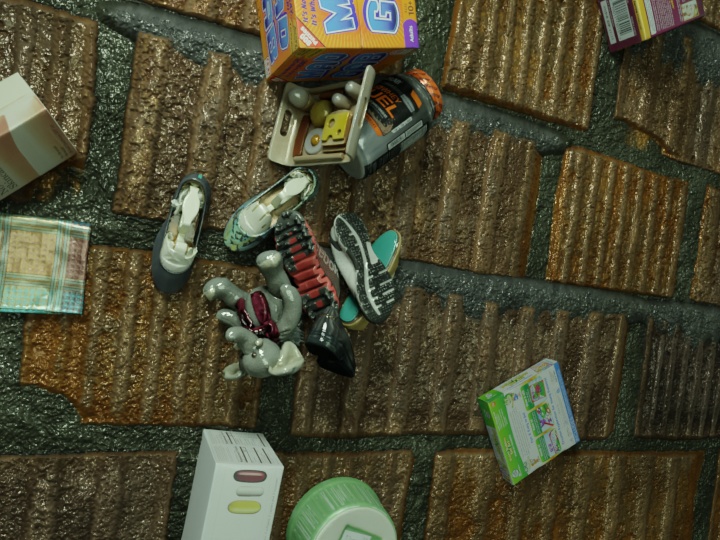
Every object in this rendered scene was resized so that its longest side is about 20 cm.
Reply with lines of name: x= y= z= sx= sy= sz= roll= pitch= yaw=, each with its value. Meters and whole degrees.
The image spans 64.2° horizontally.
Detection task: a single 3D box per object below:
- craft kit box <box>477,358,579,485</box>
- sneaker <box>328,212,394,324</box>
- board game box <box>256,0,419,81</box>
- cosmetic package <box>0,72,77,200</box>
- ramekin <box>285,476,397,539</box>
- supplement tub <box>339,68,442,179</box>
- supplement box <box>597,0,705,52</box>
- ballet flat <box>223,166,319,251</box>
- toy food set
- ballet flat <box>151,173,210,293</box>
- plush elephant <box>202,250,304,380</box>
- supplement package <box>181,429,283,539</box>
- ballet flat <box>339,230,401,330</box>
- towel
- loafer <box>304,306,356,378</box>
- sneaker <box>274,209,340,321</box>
craft kit box: x=0.367 y=0.324 z=1.241 sx=0.196 sy=0.048 sz=0.202 roll=-24 pitch=102 yaw=-23
sneaker: x=0.000 y=0.000 z=1.018 sx=0.073 sy=0.080 sz=0.202 roll=-15 pitch=80 yaw=-25
board game box: x=-0.046 y=-0.433 z=0.926 sx=0.198 sy=0.200 sz=0.202 roll=-9 pitch=97 yaw=-22
cosmetic package: x=-0.514 y=-0.162 z=0.785 sx=0.199 sy=0.104 sz=0.087 roll=-39 pitch=72 yaw=-15
ramekin: x=-0.030 y=0.496 z=1.051 sx=0.198 sy=0.098 sz=0.203 roll=-2 pitch=95 yaw=-23
supplement tub: x=0.043 y=-0.264 z=1.018 sx=0.199 sy=0.122 sz=0.123 roll=-39 pitch=107 yaw=-17
supplement box: x=0.639 y=-0.583 z=1.262 sx=0.198 sy=0.103 sz=0.132 roll=-24 pitch=102 yaw=-19
ballet flat: x=-0.151 y=-0.110 z=0.974 sx=0.200 sy=0.074 sz=0.074 roll=-44 pitch=108 yaw=-16
toy food set: x=-0.068 y=-0.250 z=0.934 sx=0.060 sy=0.199 sz=0.145 roll=20 pitch=81 yaw=-45
ballet flat: x=-0.288 y=-0.060 z=0.920 sx=0.072 sy=0.073 sz=0.202 roll=17 pitch=87 yaw=-23
plush elephant: x=-0.166 y=0.100 z=0.927 sx=0.201 sy=0.163 sz=0.156 roll=57 pitch=27 yaw=-32
supplement package: x=-0.214 y=0.385 z=0.934 sx=0.110 sy=0.155 sz=0.202 roll=11 pitch=90 yaw=-23
ballet flat: x=0.025 y=0.020 z=1.072 sx=0.063 sy=0.068 sz=0.201 roll=38 pitch=80 yaw=-49
towel: x=-0.515 y=-0.010 z=0.851 sx=0.198 sy=0.022 sz=0.149 roll=6 pitch=92 yaw=-24
loafer: x=-0.039 y=0.132 z=0.994 sx=0.072 sy=0.200 sz=0.073 roll=14 pitch=66 yaw=14
sneaker: x=-0.089 y=-0.015 z=0.995 sx=0.070 sy=0.098 sz=0.202 roll=-18 pitch=106 yaw=14
